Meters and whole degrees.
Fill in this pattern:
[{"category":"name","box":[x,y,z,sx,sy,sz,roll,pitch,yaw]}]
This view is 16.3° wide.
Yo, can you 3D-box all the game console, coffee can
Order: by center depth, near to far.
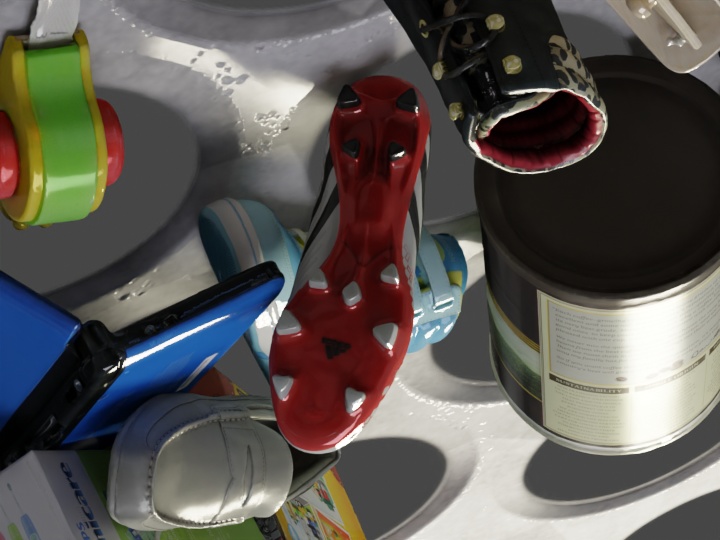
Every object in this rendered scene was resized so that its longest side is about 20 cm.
[{"category":"game console","box":[-0.161,0.027,1.268,0.170,0.118,0.200,-26,170,-32]},{"category":"coffee can","box":[0.139,-0.003,1.388,0.146,0.147,0.200,-20,152,-6]}]

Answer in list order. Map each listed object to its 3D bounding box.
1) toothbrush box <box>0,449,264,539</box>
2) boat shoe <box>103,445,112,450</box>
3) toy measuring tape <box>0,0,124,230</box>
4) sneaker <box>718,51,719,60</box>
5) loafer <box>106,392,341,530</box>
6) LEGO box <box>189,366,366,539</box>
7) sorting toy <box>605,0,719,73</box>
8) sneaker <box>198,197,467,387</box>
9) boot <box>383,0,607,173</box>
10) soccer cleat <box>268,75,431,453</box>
[{"category":"toothbrush box","box":[-0.157,0.166,1.334,0.145,0.086,0.200,-35,162,18]},{"category":"boat shoe","box":[-0.194,0.123,1.440,0.059,0.072,0.200,-1,150,-41]},{"category":"toy measuring tape","box":[-0.135,-0.077,1.138,0.073,0.074,0.200,-9,149,-25]},{"category":"sneaker","box":[0.239,-0.151,1.305,0.091,0.076,0.200,-29,160,-10]},{"category":"loafer","box":[-0.070,0.097,1.303,0.070,0.070,0.200,8,-172,20]},{"category":"LEGO box","box":[-0.058,0.165,1.529,0.077,0.149,0.200,-29,151,9]},{"category":"sorting toy","box":[0.159,-0.200,1.125,0.180,0.107,0.200,-42,163,8]},{"category":"sneaker","box":[-0.010,-0.003,1.357,0.130,0.080,0.200,-26,155,-3]},{"category":"boot","box":[0.027,-0.134,1.071,0.073,0.154,0.203,-35,149,19]},{"category":"soccer cleat","box":[0.000,0.000,1.260,0.068,0.201,0.085,6,162,10]}]
